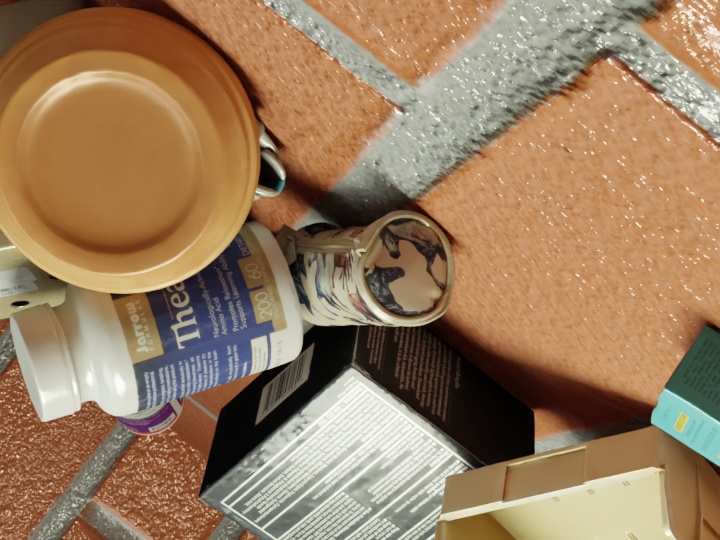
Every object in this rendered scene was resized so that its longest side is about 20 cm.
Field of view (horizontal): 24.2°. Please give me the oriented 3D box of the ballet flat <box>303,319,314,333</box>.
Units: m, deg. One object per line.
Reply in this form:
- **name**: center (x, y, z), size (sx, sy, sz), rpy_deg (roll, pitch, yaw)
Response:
- **ballet flat**: center (-0.007, 0.049, 1.435), size (0.200, 0.070, 0.069), rpy_deg (39, 167, 5)

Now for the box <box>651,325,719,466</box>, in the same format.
- **box**: center (0.272, 0.116, 0.994), size (0.199, 0.049, 0.082), rpy_deg (33, 166, 14)

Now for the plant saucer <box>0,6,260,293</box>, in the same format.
- **plant saucer**: center (-0.168, -0.076, 1.140), size (0.200, 0.200, 0.037), rpy_deg (39, -165, -10)

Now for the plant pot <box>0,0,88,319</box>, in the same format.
- **plant pot**: center (-0.278, -0.068, 1.276), size (0.198, 0.178, 0.200), rpy_deg (-10, 160, 1)

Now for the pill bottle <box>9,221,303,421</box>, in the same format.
- **pill bottle**: center (-0.151, 0.042, 1.239), size (0.111, 0.199, 0.112), rpy_deg (163, 90, -73)

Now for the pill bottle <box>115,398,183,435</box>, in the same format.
- **pill bottle**: center (-0.334, 0.172, 2.519), size (0.112, 0.113, 0.200), rpy_deg (32, 165, 15)

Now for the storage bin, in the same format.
- **storage bin**: center (0.187, 0.219, 1.261), size (0.199, 0.094, 0.199), rpy_deg (-18, 133, 33)

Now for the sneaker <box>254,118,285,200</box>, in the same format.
- **sneaker**: center (-0.095, -0.069, 1.245), size (0.086, 0.075, 0.200), rpy_deg (27, 165, 11)

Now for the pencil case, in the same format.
- **pencil case**: center (0.000, 0.000, 1.218), size (0.089, 0.078, 0.200), rpy_deg (26, 170, -18)

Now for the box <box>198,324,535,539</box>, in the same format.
- **box**: center (0.008, 0.151, 1.384), size (0.198, 0.200, 0.124), rpy_deg (39, -150, -18)
